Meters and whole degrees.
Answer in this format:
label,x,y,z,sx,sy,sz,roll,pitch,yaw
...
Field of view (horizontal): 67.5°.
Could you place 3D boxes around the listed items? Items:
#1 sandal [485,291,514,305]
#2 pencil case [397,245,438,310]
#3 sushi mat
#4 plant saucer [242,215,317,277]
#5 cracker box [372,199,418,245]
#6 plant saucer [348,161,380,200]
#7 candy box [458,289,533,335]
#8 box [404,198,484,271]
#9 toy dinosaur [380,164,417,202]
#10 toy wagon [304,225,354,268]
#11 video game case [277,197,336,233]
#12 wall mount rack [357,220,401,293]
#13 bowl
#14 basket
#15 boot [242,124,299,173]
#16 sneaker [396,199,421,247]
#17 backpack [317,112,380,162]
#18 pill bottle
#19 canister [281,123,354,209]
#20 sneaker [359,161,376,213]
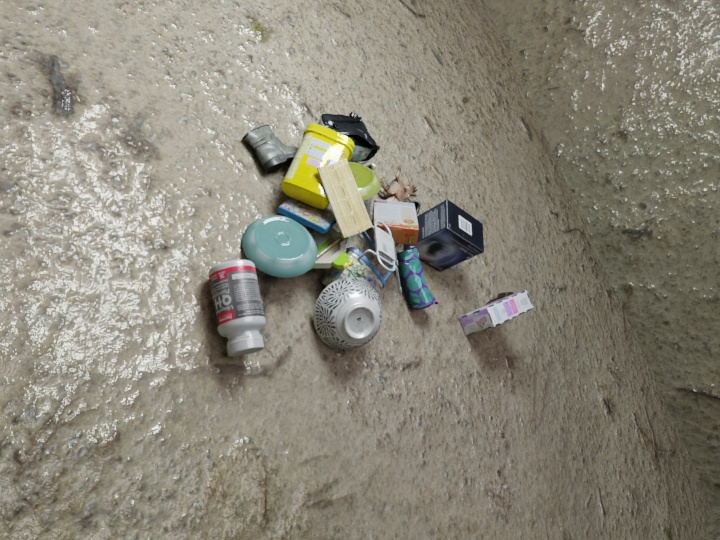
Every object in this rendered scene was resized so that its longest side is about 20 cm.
label,x,y,z,sx,sy,sz,roll,pitch,yaw
sandal,0.546,0.133,2.084,0.199,0.079,0.055,-27,111,-53
pencil case,0.176,0.026,1.739,0.091,0.085,0.203,-16,82,-20
sushi mat,-0.042,-0.192,1.431,0.095,0.012,0.203,-21,90,-28
plant saucer,-0.201,-0.073,1.377,0.197,0.036,0.202,12,50,-14
cracker box,0.103,-0.149,1.633,0.132,0.058,0.201,6,29,-1
plant saucer,-0.035,-0.275,1.619,0.197,0.031,0.202,4,41,-3
candy box,0.471,0.148,1.881,0.198,0.167,0.072,-19,83,-30
box,0.283,-0.112,1.831,0.199,0.197,0.125,26,54,-34
toy dinosaur,0.128,-0.261,1.840,0.136,0.085,0.201,49,49,-26
toy wagon,-0.101,-0.059,1.452,0.199,0.040,0.155,38,58,21
video game case,-0.124,-0.170,1.492,0.142,0.018,0.200,25,29,7
wall mount rack,0.067,-0.038,1.476,0.173,0.074,0.202,33,33,-27
bowl,-0.017,0.125,1.411,0.198,0.094,0.204,-4,101,-20
basket,0.000,0.000,1.532,0.176,0.138,0.201,44,53,-21
boot,-0.232,-0.362,1.535,0.199,0.067,0.132,-31,88,-50
sneaker,0.135,-0.160,1.764,0.077,0.082,0.201,34,65,-6
backpack,-0.059,-0.408,1.681,0.198,0.127,0.168,-5,52,-45
pill bottle,-0.277,0.087,1.227,0.110,0.110,0.203,0,70,-45
canister,-0.118,-0.284,1.479,0.147,0.087,0.202,22,68,-1
sneaker,0.011,-0.268,1.714,0.081,0.088,0.203,18,59,-39
